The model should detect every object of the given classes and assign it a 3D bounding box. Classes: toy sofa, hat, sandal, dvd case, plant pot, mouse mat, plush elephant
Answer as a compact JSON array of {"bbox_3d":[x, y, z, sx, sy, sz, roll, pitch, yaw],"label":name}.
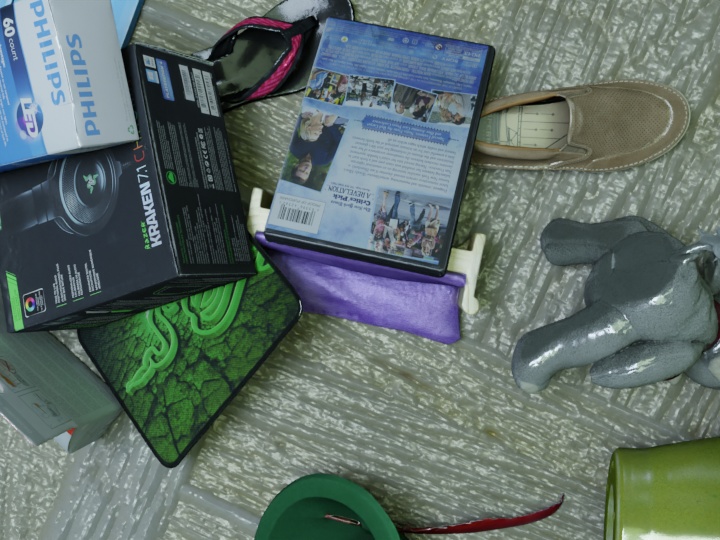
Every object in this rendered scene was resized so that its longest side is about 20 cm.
[{"bbox_3d":[0.000,0.000,0.769,0.199,0.083,0.098,12,90,3],"label":"toy sofa"},{"bbox_3d":[0.035,0.256,0.798,0.199,0.175,0.167,5,87,43],"label":"hat"},{"bbox_3d":[-0.093,-0.176,0.792,0.199,0.045,0.075,-25,88,2],"label":"sandal"},{"bbox_3d":[0.018,-0.101,0.734,0.142,0.018,0.201,12,71,7],"label":"dvd case"},{"bbox_3d":[0.285,0.208,0.709,0.192,0.200,0.202,4,90,11],"label":"plant pot"},{"bbox_3d":[-0.146,0.041,0.759,0.161,0.008,0.200,49,112,21],"label":"mouse mat"},{"bbox_3d":[0.242,0.042,0.735,0.199,0.165,0.155,-18,130,33],"label":"plush elephant"}]

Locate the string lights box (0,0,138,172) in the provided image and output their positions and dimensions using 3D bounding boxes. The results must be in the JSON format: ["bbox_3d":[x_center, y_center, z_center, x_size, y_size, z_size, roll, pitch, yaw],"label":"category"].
[{"bbox_3d":[-0.259,-0.124,0.671,0.199,0.059,0.103,-6,98,32],"label":"string lights box"}]

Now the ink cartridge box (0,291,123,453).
[{"bbox_3d":[-0.279,0.079,0.723,0.160,0.200,0.047,42,92,2],"label":"ink cartridge box"}]

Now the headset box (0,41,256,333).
[{"bbox_3d":[-0.200,-0.055,0.733,0.199,0.093,0.175,-16,82,31],"label":"headset box"}]

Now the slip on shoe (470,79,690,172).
[{"bbox_3d":[0.174,-0.120,0.771,0.198,0.061,0.077,-1,90,3],"label":"slip on shoe"}]

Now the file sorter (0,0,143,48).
[{"bbox_3d":[-0.295,-0.241,0.764,0.199,0.123,0.140,21,91,2],"label":"file sorter"}]
